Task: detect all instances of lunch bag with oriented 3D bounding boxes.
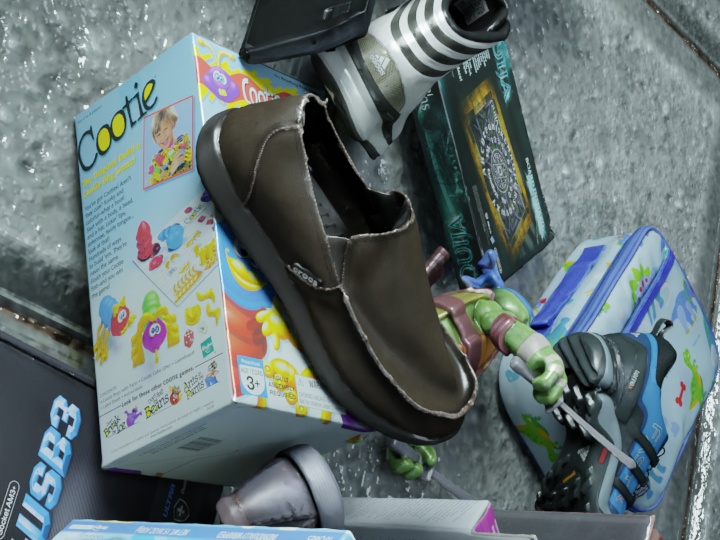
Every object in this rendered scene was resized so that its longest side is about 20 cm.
[{"bbox_3d":[0.193,0.073,1.099,0.200,0.082,0.162,-49,117,-40],"label":"lunch bag"}]

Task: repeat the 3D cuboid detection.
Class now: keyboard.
[{"bbox_3d":[0.000,-0.175,0.810,0.201,0.103,0.040,-78,148,-44],"label":"keyboard"}]

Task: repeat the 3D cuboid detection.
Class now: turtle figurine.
[{"bbox_3d":[0.057,0.094,0.894,0.193,0.143,0.202,-14,102,-37],"label":"turtle figurine"}]

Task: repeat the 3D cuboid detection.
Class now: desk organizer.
[{"bbox_3d":[0.102,0.198,0.895,0.077,0.199,0.072,47,53,-35],"label":"desk organizer"}]

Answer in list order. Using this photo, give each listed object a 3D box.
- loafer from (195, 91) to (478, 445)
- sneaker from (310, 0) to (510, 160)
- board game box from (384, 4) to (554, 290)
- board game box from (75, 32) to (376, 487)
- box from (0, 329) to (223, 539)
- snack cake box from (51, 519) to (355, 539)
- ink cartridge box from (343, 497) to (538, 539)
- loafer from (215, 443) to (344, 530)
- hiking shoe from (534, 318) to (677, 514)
[{"bbox_3d":[0.000,0.000,0.700,0.201,0.071,0.073,53,36,-15],"label":"loafer"},{"bbox_3d":[0.038,-0.126,0.869,0.076,0.115,0.201,61,5,-5],"label":"sneaker"},{"bbox_3d":[0.081,-0.097,1.015,0.135,0.028,0.202,-32,109,-59],"label":"board game box"},{"bbox_3d":[-0.074,-0.001,0.759,0.102,0.104,0.202,17,56,-45],"label":"board game box"},{"bbox_3d":[-0.169,0.149,0.716,0.198,0.049,0.202,36,59,-40],"label":"box"},{"bbox_3d":[-0.089,0.171,0.617,0.115,0.199,0.068,-44,115,-40],"label":"snack cake box"},{"bbox_3d":[0.060,0.228,0.843,0.043,0.199,0.198,-30,107,-45],"label":"ink cartridge box"},{"bbox_3d":[-0.062,0.164,0.760,0.063,0.201,0.072,-17,56,-30],"label":"loafer"},{"bbox_3d":[0.174,0.136,0.985,0.086,0.074,0.202,-6,114,-24],"label":"hiking shoe"}]
